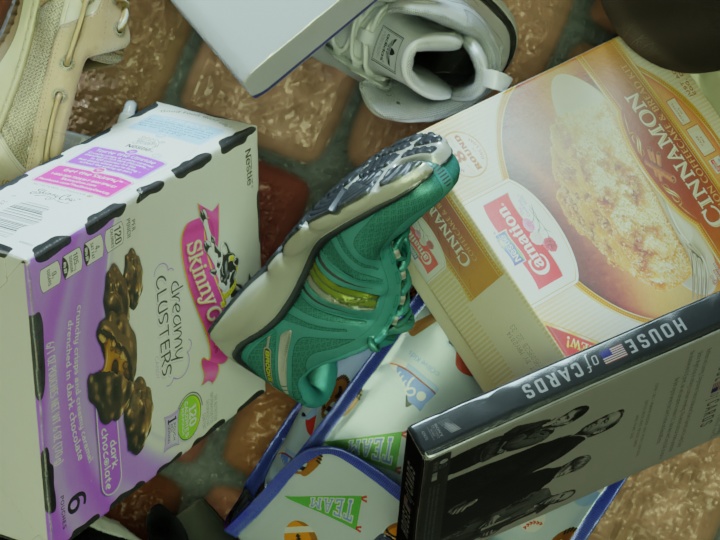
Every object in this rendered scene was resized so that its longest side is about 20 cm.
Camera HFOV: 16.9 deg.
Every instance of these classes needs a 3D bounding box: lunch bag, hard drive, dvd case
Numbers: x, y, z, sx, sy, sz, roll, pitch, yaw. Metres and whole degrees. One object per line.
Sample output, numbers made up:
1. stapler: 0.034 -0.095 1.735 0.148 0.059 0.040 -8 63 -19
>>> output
1. lunch bag: 0.044 0.112 1.355 0.170 0.124 0.200 37 93 -9
2. hard drive: -0.064 -0.202 1.320 0.132 0.025 0.200 -39 61 -1
3. dvd case: 0.114 0.080 1.238 0.200 0.150 0.025 -23 65 -13

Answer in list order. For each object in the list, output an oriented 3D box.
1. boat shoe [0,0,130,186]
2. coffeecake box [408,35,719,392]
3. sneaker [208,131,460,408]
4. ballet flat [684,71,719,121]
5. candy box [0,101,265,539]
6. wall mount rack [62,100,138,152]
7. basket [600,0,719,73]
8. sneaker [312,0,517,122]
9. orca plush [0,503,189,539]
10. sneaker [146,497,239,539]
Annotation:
1. boat shoe: -0.156 -0.131 1.298 0.064 0.071 0.200 23 86 -7
2. coffeecake box: 0.121 -0.028 1.312 0.200 0.073 0.154 -28 81 -39
3. sneaker: 0.000 0.000 1.248 0.080 0.200 0.078 43 45 2
4. ballet flat: 0.192 -0.115 1.389 0.069 0.069 0.200 -25 93 -3
5. candy box: -0.133 0.024 1.274 0.071 0.200 0.168 14 120 29
6. wall mount rack: -0.202 -0.023 1.350 0.200 0.075 0.174 13 93 -5
7. basket: 0.211 -0.171 1.252 0.136 0.200 0.180 46 73 -9
8. sneaker: -0.006 -0.140 1.333 0.200 0.115 0.075 16 108 -7
9. orca plush: -0.157 0.154 1.328 0.105 0.071 0.200 -33 74 11
10. sneaker: -0.123 0.229 1.382 0.106 0.075 0.200 45 88 5
